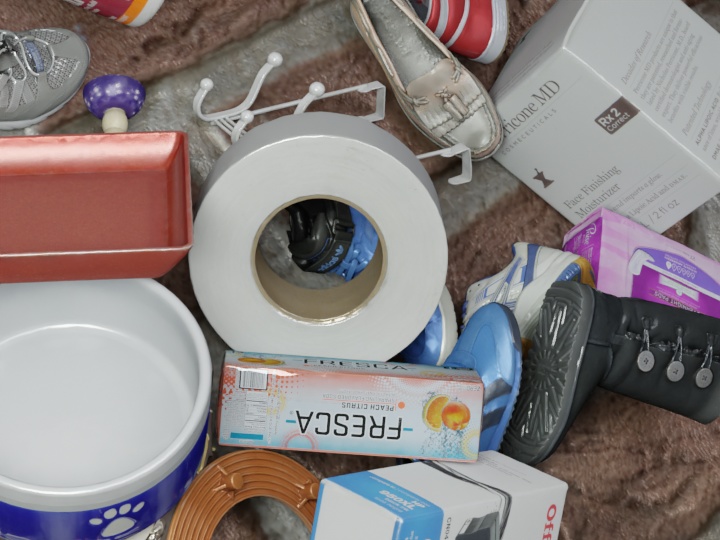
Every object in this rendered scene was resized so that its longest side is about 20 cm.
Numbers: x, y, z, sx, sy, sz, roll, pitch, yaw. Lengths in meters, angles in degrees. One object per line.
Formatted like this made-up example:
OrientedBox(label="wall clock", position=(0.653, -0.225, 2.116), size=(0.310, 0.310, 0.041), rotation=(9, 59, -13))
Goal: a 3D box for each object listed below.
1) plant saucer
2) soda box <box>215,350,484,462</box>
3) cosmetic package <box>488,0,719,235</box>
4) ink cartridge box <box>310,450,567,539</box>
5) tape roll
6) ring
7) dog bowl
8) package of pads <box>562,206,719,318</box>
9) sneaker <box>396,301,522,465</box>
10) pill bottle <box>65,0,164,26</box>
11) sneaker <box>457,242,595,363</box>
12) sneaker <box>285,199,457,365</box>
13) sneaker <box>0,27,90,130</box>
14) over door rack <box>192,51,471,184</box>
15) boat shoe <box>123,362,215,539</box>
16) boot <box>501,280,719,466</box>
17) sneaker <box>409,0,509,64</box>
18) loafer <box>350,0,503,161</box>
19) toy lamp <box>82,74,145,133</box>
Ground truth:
OrientedBox(label="plant saucer", position=(-0.222, -0.043, 1.350), size=(0.199, 0.037, 0.200), rotation=(-3, 28, -5))
OrientedBox(label="soda box", position=(-0.009, 0.103, 1.414), size=(0.199, 0.068, 0.064), rotation=(5, 97, -3))
OrientedBox(label="cosmetic package", position=(0.241, -0.154, 1.737), size=(0.200, 0.165, 0.165), rotation=(38, 50, -9))
OrientedBox(label="ink cartridge box", position=(0.054, 0.222, 1.375), size=(0.200, 0.084, 0.145), rotation=(-4, 108, -48))
OrientedBox(label="tape roll", position=(-0.032, -0.018, 1.447), size=(0.202, 0.203, 0.071), rotation=(34, 15, -13))
OrientedBox(label="ring", position=(-0.064, 0.229, 1.359), size=(0.200, 0.019, 0.201), rotation=(20, 63, -45))
OrientedBox(label="dog bowl", position=(-0.204, 0.091, 1.296), size=(0.199, 0.079, 0.201), rotation=(3, 51, -4))
OrientedBox(label="package of pads", position=(0.277, 0.037, 1.709), size=(0.200, 0.076, 0.121), rotation=(24, 53, -21))
OrientedBox(label="sneaker", position=(0.071, 0.117, 1.483), size=(0.078, 0.066, 0.201), rotation=(19, 85, -27))
OrientedBox(label="pill bottle", position=(-0.251, -0.282, 1.512), size=(0.200, 0.110, 0.110), rotation=(19, 55, -24))
OrientedBox(label="sneaker", position=(0.116, 0.056, 1.602), size=(0.088, 0.075, 0.200), rotation=(24, 56, 36))
OrientedBox(label="sneaker", position=(-0.001, 0.001, 1.538), size=(0.111, 0.077, 0.200), rotation=(-3, 64, -40))
OrientedBox(label="sneaker", position=(-0.285, -0.151, 1.430), size=(0.200, 0.082, 0.075), rotation=(-23, 78, -41))
OrientedBox(label="over door rack", position=(-0.020, -0.128, 1.565), size=(0.200, 0.067, 0.148), rotation=(-5, 31, -36))
OrientedBox(label="boat shoe", position=(-0.141, 0.134, 1.374), size=(0.060, 0.072, 0.200), rotation=(44, 38, -32))
OrientedBox(label="boot", position=(0.227, 0.102, 1.596), size=(0.200, 0.066, 0.165), rotation=(14, 100, -38))
OrientedBox(label="sneaker", position=(0.076, -0.298, 1.771), size=(0.112, 0.071, 0.201), rotation=(10, 61, -34))
OrientedBox(label="loafer", position=(0.053, -0.183, 1.679), size=(0.200, 0.072, 0.063), rotation=(53, 5, 11))
OrientedBox(label="toy lamp", position=(-0.194, -0.058, 1.456), size=(0.058, 0.058, 0.201), rotation=(11, 57, -29))
